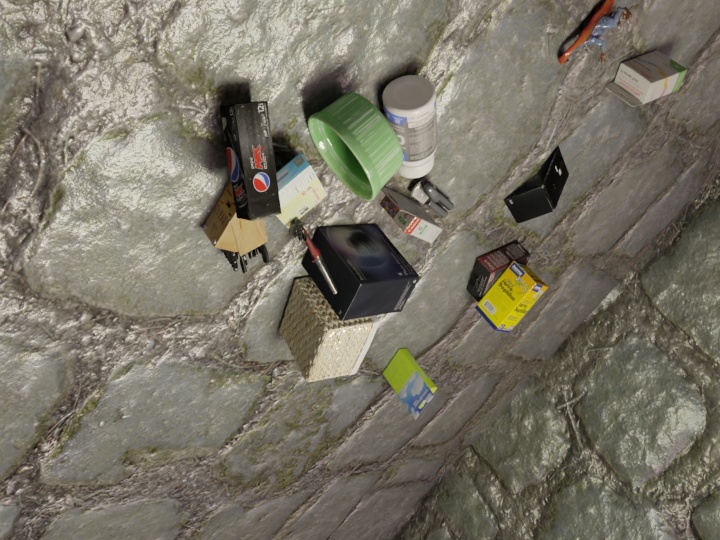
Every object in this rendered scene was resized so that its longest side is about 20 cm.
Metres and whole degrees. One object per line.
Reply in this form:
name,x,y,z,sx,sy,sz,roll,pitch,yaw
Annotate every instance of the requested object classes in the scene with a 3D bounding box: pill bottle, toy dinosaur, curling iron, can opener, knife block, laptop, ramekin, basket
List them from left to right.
knife block,-0.227,-0.090,1.398,0.174,0.064,0.202,10,121,-51
curling iron,-0.102,-0.027,1.479,0.202,0.025,0.050,61,35,-30
basket,-0.085,0.140,1.698,0.158,0.199,0.203,-7,136,-34
ramekin,-0.005,-0.247,1.327,0.097,0.200,0.201,-40,148,-12
pill bottle,0.109,-0.302,1.449,0.112,0.114,0.202,-31,146,-14
can opener,0.189,-0.179,1.729,0.053,0.067,0.199,-48,152,10
laptop,0.536,-0.253,2.046,0.177,0.102,0.204,36,76,-58
toy dinosaur,0.559,-0.586,1.654,0.178,0.105,0.204,-21,107,-7

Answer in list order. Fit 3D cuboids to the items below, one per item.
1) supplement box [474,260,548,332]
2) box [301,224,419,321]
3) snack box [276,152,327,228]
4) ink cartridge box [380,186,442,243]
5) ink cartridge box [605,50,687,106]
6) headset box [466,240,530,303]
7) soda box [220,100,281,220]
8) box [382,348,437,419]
supplement box,0.480,0.086,2.152,0.108,0.110,0.201,11,121,-52
box,0.000,0.000,1.611,0.195,0.201,0.125,-7,136,-41
snack box,-0.136,-0.158,1.379,0.116,0.037,0.200,-40,168,-2
ink cartridge box,0.108,-0.137,1.646,0.051,0.109,0.198,-50,146,17
ink cartridge box,0.791,-0.534,1.878,0.197,0.117,0.068,-24,144,-25
headset box,0.439,0.009,2.192,0.197,0.077,0.151,-23,144,-28
soda box,-0.197,-0.197,1.216,0.070,0.063,0.205,-15,106,-33
box,0.165,0.370,2.218,0.047,0.201,0.123,2,130,-46
